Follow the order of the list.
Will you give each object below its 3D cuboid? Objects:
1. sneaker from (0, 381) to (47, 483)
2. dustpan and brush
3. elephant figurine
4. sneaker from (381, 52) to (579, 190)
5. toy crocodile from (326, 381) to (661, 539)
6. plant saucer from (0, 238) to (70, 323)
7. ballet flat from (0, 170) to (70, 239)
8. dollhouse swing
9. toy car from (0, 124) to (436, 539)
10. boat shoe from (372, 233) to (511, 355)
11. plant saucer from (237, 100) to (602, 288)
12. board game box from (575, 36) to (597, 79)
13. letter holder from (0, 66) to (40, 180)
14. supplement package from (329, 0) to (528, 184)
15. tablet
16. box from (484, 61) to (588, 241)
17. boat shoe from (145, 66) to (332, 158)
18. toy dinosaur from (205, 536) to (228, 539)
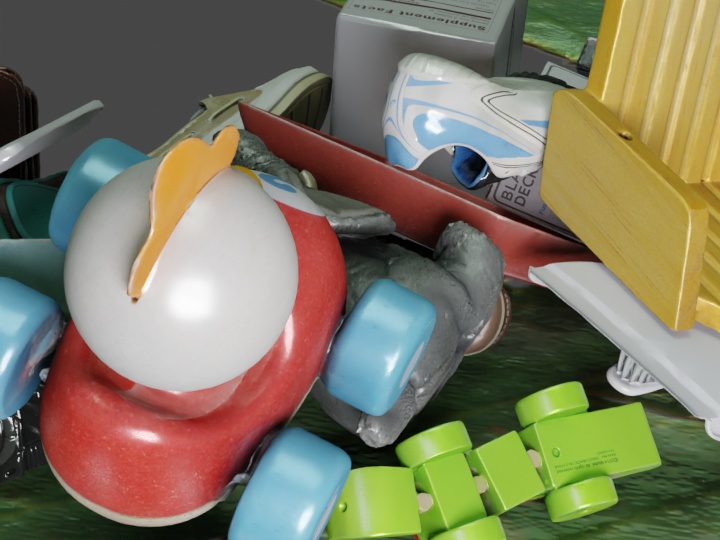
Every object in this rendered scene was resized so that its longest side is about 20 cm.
[{"bbox_3d":[-0.162,0.069,0.879,0.199,0.076,0.091,3,11,5],"label":"sneaker"},{"bbox_3d":[0.190,0.046,0.936,0.199,0.057,0.140,-10,43,-44],"label":"dustpan and brush"},{"bbox_3d":[-0.034,0.000,0.894,0.200,0.155,0.142,35,72,7],"label":"elephant figurine"},{"bbox_3d":[0.094,-0.082,0.984,0.199,0.073,0.072,5,17,-36],"label":"sneaker"},{"bbox_3d":[0.073,0.107,0.857,0.199,0.062,0.068,-14,76,-31],"label":"toy crocodile"},{"bbox_3d":[-0.198,0.021,0.887,0.199,0.036,0.200,-4,-10,-1],"label":"plant saucer"},{"bbox_3d":[-0.189,-0.023,0.982,0.070,0.068,0.200,-20,-6,16],"label":"ballet flat"},{"bbox_3d":[0.233,-0.091,0.939,0.199,0.176,0.182,-4,39,-37],"label":"dollhouse swing"},{"bbox_3d":[-0.067,0.000,0.697,0.184,0.200,0.177,27,59,7],"label":"toy car"},{"bbox_3d":[-0.002,0.006,1.006,0.202,0.075,0.075,22,9,21],"label":"boat shoe"},{"bbox_3d":[0.042,-0.039,1.031,0.199,0.037,0.199,27,6,29],"label":"plant saucer"},{"bbox_3d":[0.255,-0.098,1.152,0.199,0.135,0.028,20,77,22],"label":"board game box"},{"bbox_3d":[-0.306,-0.090,1.031,0.199,0.143,0.101,1,32,-7],"label":"letter holder"},{"bbox_3d":[0.056,-0.165,1.227,0.117,0.117,0.200,11,33,9],"label":"supplement package"},{"bbox_3d":[-0.215,-0.051,0.898,0.130,0.014,0.200,-26,10,9],"label":"tablet"},{"bbox_3d":[0.193,-0.056,1.090,0.199,0.060,0.117,24,33,7],"label":"box"},{"bbox_3d":[-0.086,-0.093,1.132,0.068,0.075,0.200,23,37,16],"label":"boat shoe"},{"bbox_3d":[-0.120,0.168,0.725,0.199,0.103,0.136,-28,26,-16],"label":"toy dinosaur"}]
